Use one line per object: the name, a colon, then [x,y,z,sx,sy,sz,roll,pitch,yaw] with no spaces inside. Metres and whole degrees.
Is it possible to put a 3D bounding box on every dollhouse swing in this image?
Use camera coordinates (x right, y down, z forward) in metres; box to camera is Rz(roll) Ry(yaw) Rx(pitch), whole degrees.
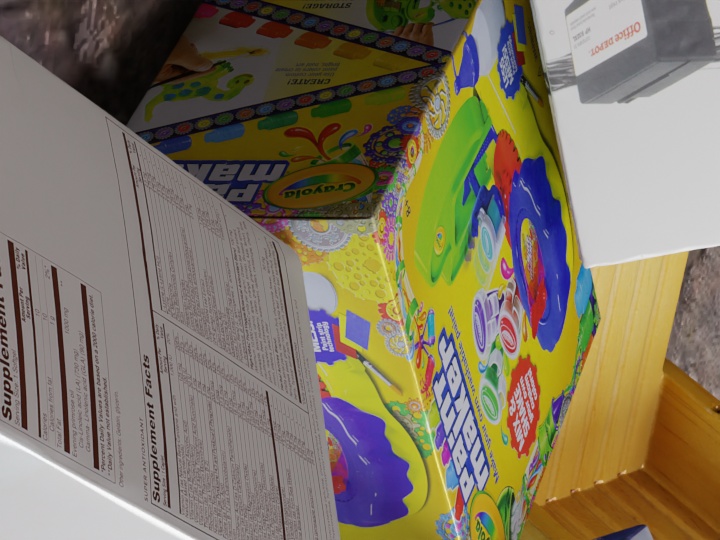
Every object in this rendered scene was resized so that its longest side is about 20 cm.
dollhouse swing: [0.141,0.075,1.267,0.199,0.182,0.177,-11,133,-49]

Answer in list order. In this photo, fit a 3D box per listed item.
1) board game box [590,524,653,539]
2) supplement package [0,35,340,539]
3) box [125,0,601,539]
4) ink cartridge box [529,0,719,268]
board game box: [0.004,0.175,1.070,0.200,0.199,0.041,-25,92,-61]
supplement package: [-0.140,0.049,0.830,0.200,0.190,0.148,37,36,-51]
box: [0.000,0.000,1.034,0.193,0.121,0.201,-64,147,-45]
ink cartridge box: [0.109,-0.125,1.042,0.145,0.083,0.201,-82,161,-62]
